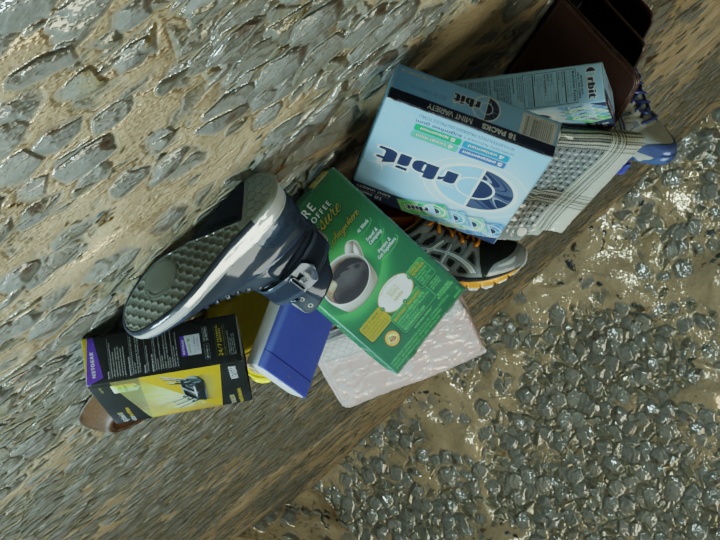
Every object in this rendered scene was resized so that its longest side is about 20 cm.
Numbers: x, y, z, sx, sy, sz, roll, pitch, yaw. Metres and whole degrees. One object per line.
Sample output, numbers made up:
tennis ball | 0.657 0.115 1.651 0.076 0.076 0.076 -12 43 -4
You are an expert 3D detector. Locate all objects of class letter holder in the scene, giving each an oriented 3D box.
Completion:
letter holder | 0.267 -0.227 1.554 0.100 0.142 0.200 -32 167 -34

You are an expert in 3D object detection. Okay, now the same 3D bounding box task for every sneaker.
sneaker | 0.086 -0.027 1.455 0.078 0.199 0.078 -89 -179 -69
sneaker | -0.119 0.018 1.275 0.202 0.077 0.146 -41 138 4
sneaker | 0.323 -0.216 1.643 0.075 0.200 0.088 -31 158 -47

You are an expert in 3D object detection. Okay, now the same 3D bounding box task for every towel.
towel | 0.046 0.091 1.620 0.199 0.032 0.191 -21 147 5
towel | 0.196 -0.093 1.487 0.192 0.035 0.200 -1 148 -37

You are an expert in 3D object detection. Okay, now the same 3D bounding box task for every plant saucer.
plant saucer | -0.245 0.132 1.574 0.200 0.035 0.200 -39 170 -8

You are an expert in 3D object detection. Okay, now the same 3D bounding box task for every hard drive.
hard drive | -0.057 0.028 1.451 0.201 0.025 0.132 -70 155 -13

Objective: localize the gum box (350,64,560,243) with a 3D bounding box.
gum box | 0.090 -0.113 1.336 0.200 0.169 0.045 115 -7 -64

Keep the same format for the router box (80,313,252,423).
router box | -0.198 0.107 1.386 0.156 0.053 0.200 -9 163 -4

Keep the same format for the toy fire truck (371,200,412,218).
toy fire truck | 0.086 -0.032 1.594 0.200 0.112 0.168 -37 125 -19

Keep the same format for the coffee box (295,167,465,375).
coffee box | 0.000 0.000 1.385 0.123 0.200 0.044 -51 -166 -6

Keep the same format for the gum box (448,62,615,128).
gum box | 0.167 -0.175 1.413 0.199 0.045 0.170 -5 176 14

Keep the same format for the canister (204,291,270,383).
canister | -0.105 0.055 1.589 0.148 0.087 0.200 -42 168 -4

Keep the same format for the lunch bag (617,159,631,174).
lunch bag | 0.276 -0.182 1.721 0.200 0.161 0.083 -28 165 -43
